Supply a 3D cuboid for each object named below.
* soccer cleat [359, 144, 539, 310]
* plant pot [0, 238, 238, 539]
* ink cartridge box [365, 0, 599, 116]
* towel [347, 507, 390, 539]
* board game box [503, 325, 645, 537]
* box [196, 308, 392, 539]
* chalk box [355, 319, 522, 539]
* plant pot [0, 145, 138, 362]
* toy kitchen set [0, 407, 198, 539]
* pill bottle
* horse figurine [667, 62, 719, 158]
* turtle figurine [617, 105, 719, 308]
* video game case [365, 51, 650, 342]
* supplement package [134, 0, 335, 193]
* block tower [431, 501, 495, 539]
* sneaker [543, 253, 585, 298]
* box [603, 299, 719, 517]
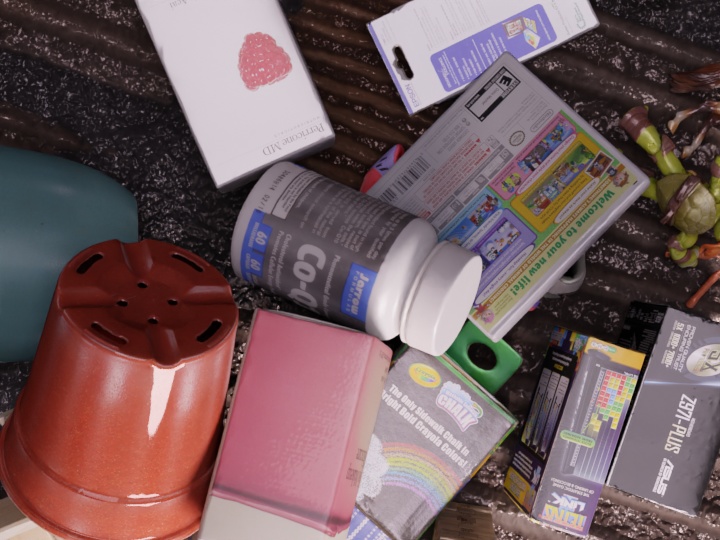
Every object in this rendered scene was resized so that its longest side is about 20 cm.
[{"bbox_3d":[0.089,-0.036,1.725,0.200,0.067,0.077,34,101,4],"label":"soccer cleat"},{"bbox_3d":[-0.192,0.093,1.544,0.200,0.201,0.196,16,129,-1],"label":"plant pot"},{"bbox_3d":[0.113,-0.228,1.740,0.199,0.039,0.100,-25,91,-2],"label":"ink cartridge box"},{"bbox_3d":[-0.050,0.269,1.743,0.200,0.024,0.145,42,95,-3],"label":"towel"},{"bbox_3d":[0.187,0.138,1.662,0.056,0.200,0.166,17,91,-2],"label":"board game box"},{"bbox_3d":[-0.052,0.144,1.577,0.109,0.128,0.201,13,84,9],"label":"box"},{"bbox_3d":[0.061,0.135,1.699,0.124,0.124,0.200,41,89,1],"label":"chalk box"},{"bbox_3d":[-0.284,-0.011,1.664,0.160,0.201,0.202,4,90,-14],"label":"plant pot"},{"bbox_3d":[-0.238,0.218,1.636,0.199,0.181,0.164,-22,123,0],"label":"toy kitchen set"},{"bbox_3d":[-0.002,-0.008,1.621,0.199,0.114,0.114,24,90,18],"label":"pill bottle"},{"bbox_3d":[0.369,-0.117,1.738,0.132,0.050,0.200,-31,91,0],"label":"horse figurine"},{"bbox_3d":[0.290,-0.064,1.705,0.161,0.200,0.064,40,48,20],"label":"turtle figurine"},{"bbox_3d":[0.126,-0.068,1.671,0.200,0.022,0.182,-45,72,-2],"label":"video game case"},{"bbox_3d":[-0.114,-0.186,1.696,0.121,0.120,0.201,-24,91,-2],"label":"supplement package"},{"bbox_3d":[0.093,0.270,1.666,0.054,0.200,0.058,10,106,-1],"label":"block tower"},{"bbox_3d":[0.168,-0.074,1.714,0.074,0.089,0.201,-21,90,-8],"label":"sneaker"},{"bbox_3d":[0.270,0.118,1.662,0.086,0.200,0.164,20,90,-1],"label":"box"}]
